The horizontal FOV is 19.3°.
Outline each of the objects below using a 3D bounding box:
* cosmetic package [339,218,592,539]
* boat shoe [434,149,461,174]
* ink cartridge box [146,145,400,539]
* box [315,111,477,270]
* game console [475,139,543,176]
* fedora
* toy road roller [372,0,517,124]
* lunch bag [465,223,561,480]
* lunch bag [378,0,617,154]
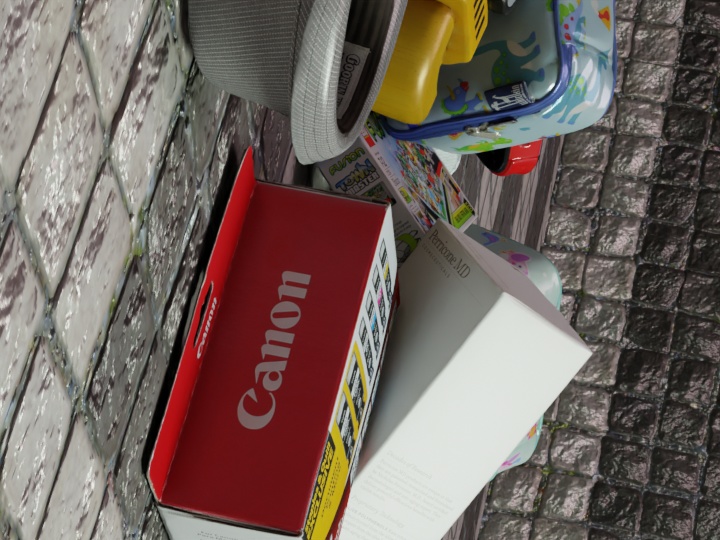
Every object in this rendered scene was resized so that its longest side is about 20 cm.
[{"bbox_3d":[0.033,0.084,1.283,0.200,0.085,0.108,-54,-148,9],"label":"cosmetic package"},{"bbox_3d":[0.037,-0.163,1.532,0.067,0.073,0.201,-125,-145,-60],"label":"boat shoe"},{"bbox_3d":[-0.042,0.061,1.158,0.176,0.084,0.201,81,21,-64],"label":"ink cartridge box"},{"bbox_3d":[0.023,-0.058,1.402,0.110,0.035,0.200,56,13,-2],"label":"box"},{"bbox_3d":[0.087,-0.185,1.541,0.177,0.031,0.200,57,-29,39],"label":"game console"},{"bbox_3d":[-0.025,-0.155,0.997,0.177,0.090,0.201,-45,150,-73],"label":"fedora"},{"bbox_3d":[0.025,-0.176,1.222,0.200,0.123,0.146,75,38,-72],"label":"toy road roller"},{"bbox_3d":[0.069,0.062,1.670,0.077,0.160,0.201,-25,131,-47],"label":"lunch bag"},{"bbox_3d":[0.081,-0.179,1.370,0.082,0.160,0.201,12,74,-50],"label":"lunch bag"}]
